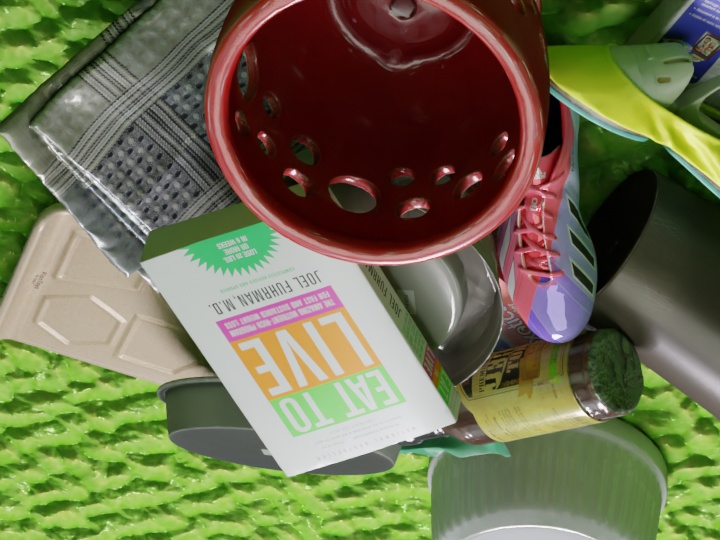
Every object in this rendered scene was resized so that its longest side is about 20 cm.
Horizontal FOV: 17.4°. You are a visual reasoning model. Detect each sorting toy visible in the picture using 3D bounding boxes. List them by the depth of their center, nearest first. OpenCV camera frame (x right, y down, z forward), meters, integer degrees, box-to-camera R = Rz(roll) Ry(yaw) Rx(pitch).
[{"bbox_3d":[-0.170,0.020,1.793,0.199,0.037,0.185,14,143,-15],"label":"sorting toy"}]

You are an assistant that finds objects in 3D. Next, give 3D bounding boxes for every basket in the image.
[{"bbox_3d":[0.251,0.028,1.633,0.199,0.181,0.136,32,110,-13],"label":"basket"}]

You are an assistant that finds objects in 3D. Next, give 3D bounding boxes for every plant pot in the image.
[{"bbox_3d":[0.020,-0.133,1.410,0.199,0.183,0.201,6,127,8],"label":"plant pot"}]

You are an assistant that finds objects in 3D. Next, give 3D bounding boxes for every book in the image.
[{"bbox_3d":[-0.035,0.037,1.531,0.133,0.048,0.200,-17,125,25],"label":"book"}]

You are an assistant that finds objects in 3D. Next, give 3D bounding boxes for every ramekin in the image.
[{"bbox_3d":[0.150,0.205,1.909,0.199,0.106,0.201,5,142,4],"label":"ramekin"}]

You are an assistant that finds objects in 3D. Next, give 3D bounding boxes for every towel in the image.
[{"bbox_3d":[-0.112,-0.093,1.546,0.200,0.035,0.193,-40,131,2],"label":"towel"}]

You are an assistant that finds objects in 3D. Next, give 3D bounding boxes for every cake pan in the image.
[{"bbox_3d":[-0.057,0.120,1.763,0.199,0.037,0.200,6,166,2],"label":"cake pan"}]

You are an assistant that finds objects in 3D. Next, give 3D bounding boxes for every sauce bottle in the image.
[{"bbox_3d":[0.100,0.088,1.630,0.199,0.065,0.065,-16,137,39],"label":"sauce bottle"}]

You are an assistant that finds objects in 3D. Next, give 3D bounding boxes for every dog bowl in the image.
[{"bbox_3d":[0.000,0.000,1.554,0.199,0.059,0.201,7,136,7],"label":"dog bowl"}]

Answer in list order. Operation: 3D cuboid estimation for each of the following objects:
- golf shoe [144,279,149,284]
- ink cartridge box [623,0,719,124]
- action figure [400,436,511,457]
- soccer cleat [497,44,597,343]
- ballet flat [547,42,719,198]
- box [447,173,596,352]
[{"bbox_3d":[-0.116,-0.065,1.624,0.075,0.092,0.201,11,141,-2],"label":"golf shoe"},{"bbox_3d":[0.246,-0.162,1.477,0.094,0.037,0.200,22,143,-15],"label":"ink cartridge box"},{"bbox_3d":[0.052,0.100,1.811,0.054,0.119,0.200,-19,176,-29],"label":"action figure"},{"bbox_3d":[0.118,-0.048,1.537,0.066,0.076,0.201,-1,100,13],"label":"soccer cleat"},{"bbox_3d":[0.200,-0.106,1.491,0.199,0.067,0.067,29,117,-27],"label":"ballet flat"},{"bbox_3d":[0.098,0.009,1.669,0.094,0.103,0.200,-23,133,34],"label":"box"}]
